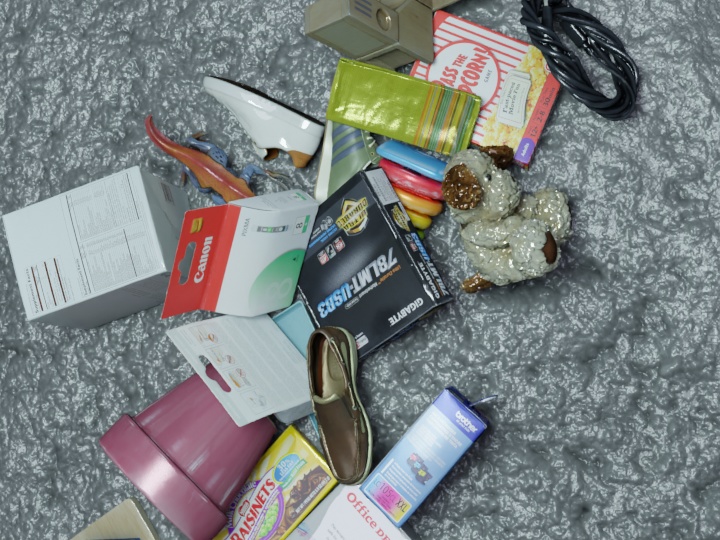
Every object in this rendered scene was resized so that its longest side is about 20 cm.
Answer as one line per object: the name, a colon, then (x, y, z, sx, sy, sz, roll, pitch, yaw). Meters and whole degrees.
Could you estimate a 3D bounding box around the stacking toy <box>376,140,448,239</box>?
stacking toy: (0.050, -0.062, 1.423, 0.108, 0.116, 0.203, 24, 100, 14)

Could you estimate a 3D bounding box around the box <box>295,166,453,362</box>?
box: (0.000, 0.000, 1.396, 0.199, 0.049, 0.201, -36, 76, 39)

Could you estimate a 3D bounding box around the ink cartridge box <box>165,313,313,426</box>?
ink cartridge box: (-0.149, 0.132, 1.370, 0.160, 0.199, 0.047, 48, 119, 18)

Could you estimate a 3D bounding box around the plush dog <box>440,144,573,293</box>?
plush dog: (0.165, -0.074, 1.343, 0.159, 0.200, 0.174, -25, 98, 27)

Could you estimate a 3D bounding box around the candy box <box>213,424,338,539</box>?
candy box: (-0.126, 0.318, 1.445, 0.102, 0.026, 0.200, 43, 92, 15)

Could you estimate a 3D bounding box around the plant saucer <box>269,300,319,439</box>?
plant saucer: (-0.060, 0.145, 1.444, 0.069, 0.019, 0.202, -31, 80, 30)

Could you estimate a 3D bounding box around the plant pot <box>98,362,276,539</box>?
plant pot: (-0.214, 0.230, 1.397, 0.200, 0.200, 0.179, 42, 76, 11)

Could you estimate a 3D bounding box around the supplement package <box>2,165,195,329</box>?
supplement package: (-0.337, -0.025, 1.433, 0.197, 0.191, 0.150, -19, 81, 7)

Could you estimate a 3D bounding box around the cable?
cable: (0.288, -0.282, 1.371, 0.051, 0.162, 0.202, -39, 78, 38)

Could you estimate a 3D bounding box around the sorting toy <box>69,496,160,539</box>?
sorting toy: (-0.349, 0.453, 1.449, 0.197, 0.070, 0.202, -35, 79, 5)

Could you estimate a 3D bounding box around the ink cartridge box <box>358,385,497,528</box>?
ink cartridge box: (0.095, 0.223, 1.358, 0.076, 0.136, 0.201, 40, 92, 10)

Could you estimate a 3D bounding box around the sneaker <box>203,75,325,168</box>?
sneaker: (-0.148, -0.206, 1.478, 0.198, 0.073, 0.086, 30, 105, 19)

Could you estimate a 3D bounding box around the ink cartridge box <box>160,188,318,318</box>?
ink cartridge box: (-0.151, -0.013, 1.357, 0.050, 0.199, 0.163, 34, 121, 29)

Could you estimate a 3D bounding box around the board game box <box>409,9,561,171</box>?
board game box: (0.166, -0.245, 1.439, 0.197, 0.046, 0.154, 22, 88, 12)

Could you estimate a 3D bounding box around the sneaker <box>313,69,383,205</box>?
sneaker: (-0.005, -0.171, 1.455, 0.088, 0.067, 0.204, 9, 90, 8)

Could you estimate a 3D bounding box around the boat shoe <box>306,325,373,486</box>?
boat shoe: (-0.036, 0.172, 1.349, 0.074, 0.075, 0.206, -18, 73, 22)

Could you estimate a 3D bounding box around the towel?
towel: (0.056, -0.214, 1.402, 0.197, 0.018, 0.087, 16, 106, 2)

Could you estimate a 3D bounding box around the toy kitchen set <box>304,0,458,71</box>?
toy kitchen set: (0.046, -0.391, 1.372, 0.161, 0.179, 0.204, -13, 71, 40)

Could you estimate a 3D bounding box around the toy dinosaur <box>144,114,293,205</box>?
toy dinosaur: (-0.192, -0.108, 1.443, 0.181, 0.198, 0.106, 42, 110, 42)

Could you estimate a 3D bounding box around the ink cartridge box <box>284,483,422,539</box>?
ink cartridge box: (-0.026, 0.385, 1.390, 0.200, 0.084, 0.145, -45, 79, 3)
